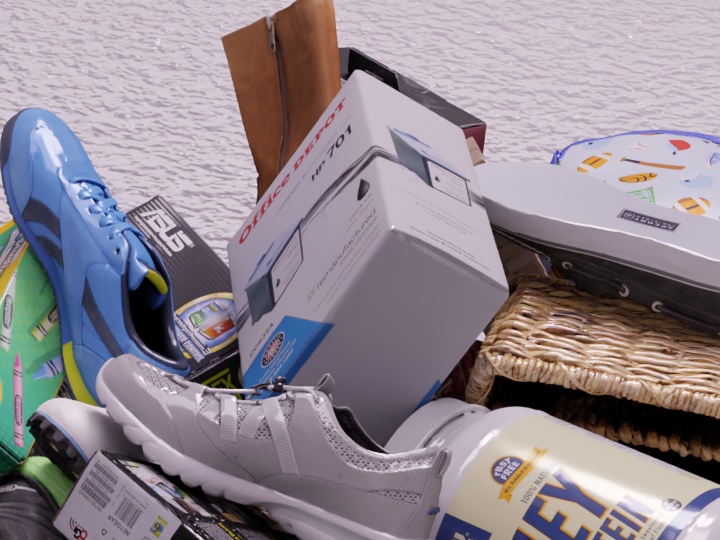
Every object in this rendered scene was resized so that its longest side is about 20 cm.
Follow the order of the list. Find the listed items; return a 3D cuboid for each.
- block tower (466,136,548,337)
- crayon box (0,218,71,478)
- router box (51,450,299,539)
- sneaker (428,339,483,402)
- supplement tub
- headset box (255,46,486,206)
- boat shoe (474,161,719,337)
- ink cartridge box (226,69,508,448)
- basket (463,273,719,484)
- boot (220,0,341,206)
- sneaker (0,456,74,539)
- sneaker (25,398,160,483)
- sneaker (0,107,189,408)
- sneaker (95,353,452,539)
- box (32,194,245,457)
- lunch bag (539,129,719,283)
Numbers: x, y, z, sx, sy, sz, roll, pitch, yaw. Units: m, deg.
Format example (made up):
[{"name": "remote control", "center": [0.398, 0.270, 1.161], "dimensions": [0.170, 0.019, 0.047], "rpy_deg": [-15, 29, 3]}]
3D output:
[{"name": "block tower", "center": [0.095, 0.018, 1.723], "dimensions": [0.058, 0.200, 0.054], "rpy_deg": [-30, 26, 5]}, {"name": "crayon box", "center": [-0.220, 0.052, 1.615], "dimensions": [0.058, 0.119, 0.200], "rpy_deg": [44, 38, -19]}, {"name": "router box", "center": [-0.042, 0.174, 1.419], "dimensions": [0.200, 0.051, 0.149], "rpy_deg": [37, 9, 33]}, {"name": "sneaker", "center": [0.003, 0.080, 1.700], "dimensions": [0.200, 0.078, 0.082], "rpy_deg": [-18, 33, -40]}, {"name": "supplement tub", "center": [0.109, 0.158, 1.479], "dimensions": [0.200, 0.145, 0.145], "rpy_deg": [21, 30, 31]}, {"name": "headset box", "center": [0.002, -0.045, 1.818], "dimensions": [0.075, 0.201, 0.149], "rpy_deg": [-13, 31, -35]}, {"name": "boat shoe", "center": [0.145, -0.010, 1.608], "dimensions": [0.200, 0.057, 0.069], "rpy_deg": [19, 31, 25]}, {"name": "ink cartridge box", "center": [0.000, 0.000, 1.575], "dimensions": [0.086, 0.147, 0.200], "rpy_deg": [28, 22, -22]}, {"name": "basket", "center": [0.158, 0.103, 1.596], "dimensions": [0.199, 0.143, 0.149], "rpy_deg": [11, 21, 6]}, {"name": "boot", "center": [-0.067, -0.058, 1.779], "dimensions": [0.068, 0.201, 0.188], "rpy_deg": [-7, -12, -38]}, {"name": "sneaker", "center": [-0.151, 0.181, 1.491], "dimensions": [0.084, 0.077, 0.200], "rpy_deg": [-36, 43, -14]}, {"name": "sneaker", "center": [-0.120, 0.101, 1.531], "dimensions": [0.072, 0.073, 0.200], "rpy_deg": [42, 1, 27]}, {"name": "sneaker", "center": [-0.145, -0.013, 1.586], "dimensions": [0.066, 0.078, 0.201], "rpy_deg": [1, 62, -47]}, {"name": "sneaker", "center": [-0.043, 0.085, 1.448], "dimensions": [0.200, 0.082, 0.075], "rpy_deg": [26, 4, 10]}, {"name": "box", "center": [-0.148, 0.045, 1.714], "dimensions": [0.160, 0.044, 0.200], "rpy_deg": [-30, 35, -11]}, {"name": "lunch bag", "center": [0.212, -0.016, 1.889], "dimensions": [0.199, 0.124, 0.170], "rpy_deg": [16, 28, 6]}]
